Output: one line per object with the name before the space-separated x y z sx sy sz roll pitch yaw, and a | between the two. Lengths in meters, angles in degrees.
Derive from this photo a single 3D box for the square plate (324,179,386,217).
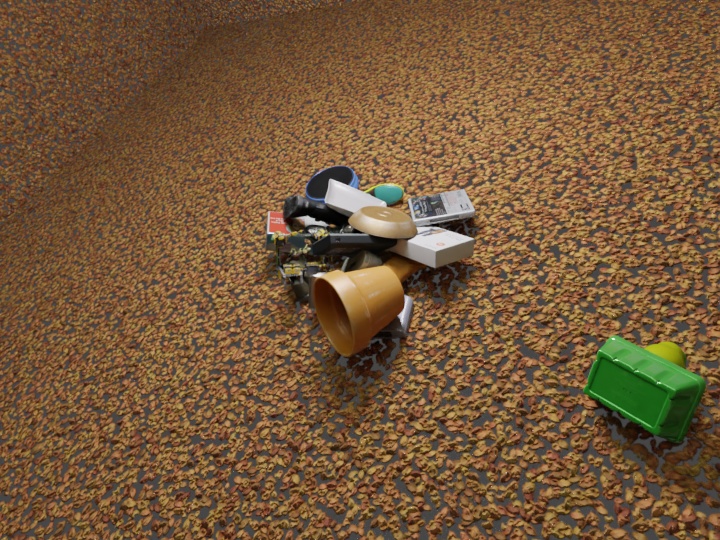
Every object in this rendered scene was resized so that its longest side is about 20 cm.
square plate | -0.013 -0.196 1.818 0.194 0.029 0.200 22 27 -8

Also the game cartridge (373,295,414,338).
game cartridge | 0.040 0.118 1.600 0.193 0.042 0.135 -3 40 23

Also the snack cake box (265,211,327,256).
snack cake box | -0.193 -0.113 1.870 0.193 0.069 0.117 6 41 -11

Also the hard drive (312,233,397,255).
hard drive | -0.016 -0.069 1.631 0.194 0.034 0.139 -1 -9 -26

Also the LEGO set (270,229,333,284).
LEGO set | -0.155 -0.036 1.679 0.193 0.159 0.116 4 14 -21

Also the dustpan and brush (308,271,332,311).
dustpan and brush | -0.042 0.052 1.657 0.194 0.142 0.058 -17 51 -21

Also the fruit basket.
fruit basket | 0.564 0.219 1.191 0.209 0.160 0.216 16 13 -4

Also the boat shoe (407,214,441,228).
boat shoe | 0.143 -0.127 1.794 0.193 0.063 0.076 -4 41 20

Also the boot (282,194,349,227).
boot | -0.125 -0.172 1.842 0.164 0.194 0.068 6 86 65

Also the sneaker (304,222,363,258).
sneaker | -0.068 -0.110 1.775 0.194 0.116 0.077 22 48 4

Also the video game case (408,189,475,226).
video game case | 0.234 -0.185 1.784 0.175 0.024 0.201 -9 25 4

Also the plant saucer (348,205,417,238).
plant saucer | 0.064 -0.138 1.655 0.193 0.037 0.201 8 21 -3

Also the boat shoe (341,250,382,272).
boat shoe | 0.000 -0.001 1.689 0.200 0.070 0.072 -29 45 63

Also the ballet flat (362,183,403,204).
ballet flat | 0.048 -0.242 1.967 0.193 0.069 0.067 -14 19 14

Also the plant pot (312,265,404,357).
plant pot | 0.005 0.081 1.498 0.179 0.206 0.199 -22 36 -26

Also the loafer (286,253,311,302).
loafer | -0.182 0.003 1.800 0.073 0.071 0.202 -23 40 -1

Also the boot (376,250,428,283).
boot | 0.128 -0.005 1.641 0.139 0.073 0.203 -10 33 -4

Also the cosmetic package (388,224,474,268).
cosmetic package | 0.186 -0.070 1.638 0.148 0.053 0.198 -19 26 -34

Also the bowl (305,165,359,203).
bowl | -0.102 -0.292 2.105 0.194 0.040 0.204 -14 41 12
